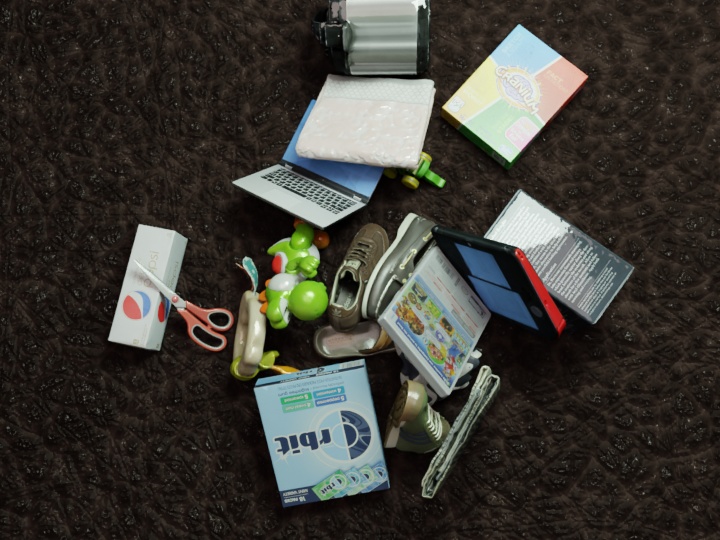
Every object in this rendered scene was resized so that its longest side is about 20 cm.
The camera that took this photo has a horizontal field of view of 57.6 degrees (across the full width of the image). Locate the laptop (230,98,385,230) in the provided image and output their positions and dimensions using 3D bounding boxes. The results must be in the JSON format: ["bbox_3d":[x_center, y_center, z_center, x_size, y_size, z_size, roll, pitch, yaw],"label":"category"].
[{"bbox_3d":[-0.071,-0.179,1.064,0.187,0.200,0.116,26,124,23],"label":"laptop"}]

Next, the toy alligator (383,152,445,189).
[{"bbox_3d":[0.053,-0.195,1.106,0.200,0.054,0.059,29,83,10],"label":"toy alligator"}]

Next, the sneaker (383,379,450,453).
[{"bbox_3d":[0.092,0.220,0.962,0.090,0.200,0.067,12,58,-1],"label":"sneaker"}]

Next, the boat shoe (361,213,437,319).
[{"bbox_3d":[0.067,-0.004,1.038,0.060,0.072,0.201,21,64,18],"label":"boat shoe"}]

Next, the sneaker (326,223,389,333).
[{"bbox_3d":[0.000,0.000,1.043,0.070,0.076,0.200,12,64,11],"label":"sneaker"}]

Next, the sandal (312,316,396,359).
[{"bbox_3d":[0.017,0.095,1.055,0.199,0.055,0.082,-11,79,3],"label":"sandal"}]

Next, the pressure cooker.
[{"bbox_3d":[0.018,-0.412,1.089,0.199,0.176,0.179,1,81,6],"label":"pressure cooker"}]

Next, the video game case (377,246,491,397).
[{"bbox_3d":[0.114,0.068,0.955,0.018,0.200,0.143,-32,101,40],"label":"video game case"}]

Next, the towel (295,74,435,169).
[{"bbox_3d":[0.013,-0.250,1.078,0.199,0.032,0.191,8,57,13],"label":"towel"}]

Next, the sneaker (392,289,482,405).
[{"bbox_3d":[0.123,0.110,1.010,0.129,0.079,0.200,-13,104,-12],"label":"sneaker"}]

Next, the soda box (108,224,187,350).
[{"bbox_3d":[-0.354,0.030,1.097,0.068,0.064,0.201,10,81,7],"label":"soda box"}]

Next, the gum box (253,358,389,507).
[{"bbox_3d":[-0.057,0.250,1.004,0.169,0.045,0.201,-12,101,3],"label":"gum box"}]

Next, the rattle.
[{"bbox_3d":[-0.139,0.081,1.068,0.142,0.130,0.200,2,53,-5],"label":"rattle"}]

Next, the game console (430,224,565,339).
[{"bbox_3d":[0.199,0.016,0.962,0.031,0.200,0.177,-46,120,-12],"label":"game console"}]

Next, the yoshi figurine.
[{"bbox_3d":[-0.082,0.005,1.027,0.112,0.112,0.200,35,51,-27],"label":"yoshi figurine"}]

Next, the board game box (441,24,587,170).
[{"bbox_3d":[0.259,-0.295,1.113,0.153,0.040,0.200,41,86,11],"label":"board game box"}]

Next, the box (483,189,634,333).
[{"bbox_3d":[0.284,-0.008,1.003,0.200,0.148,0.107,37,84,11],"label":"box"}]

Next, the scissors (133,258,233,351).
[{"bbox_3d":[-0.297,0.060,1.067,0.200,0.014,0.073,33,78,-19],"label":"scissors"}]

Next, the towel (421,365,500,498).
[{"bbox_3d":[0.145,0.232,0.946,0.034,0.200,0.193,31,84,16],"label":"towel"}]
